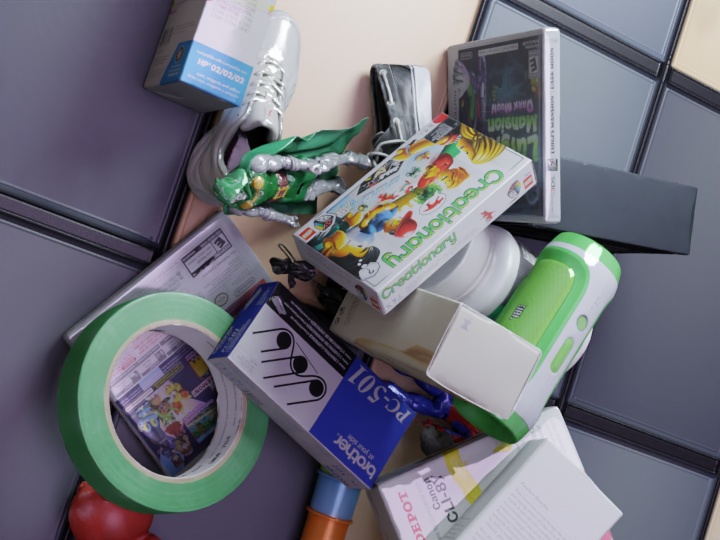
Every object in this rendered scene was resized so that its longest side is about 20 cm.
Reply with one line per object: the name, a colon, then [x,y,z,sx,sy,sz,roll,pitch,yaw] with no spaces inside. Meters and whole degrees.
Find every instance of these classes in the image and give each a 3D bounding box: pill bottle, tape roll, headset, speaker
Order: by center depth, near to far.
tape roll: [-0.179,0.123,1.298,0.199,0.048,0.203,9,75,-36]
speaker: [0.170,0.063,1.347,0.088,0.088,0.201,41,72,-22]
headset: [0.000,0.000,1.405,0.198,0.094,0.125,4,91,-35]
pill bottle: [0.141,0.024,1.444,0.199,0.113,0.114,35,78,-35]

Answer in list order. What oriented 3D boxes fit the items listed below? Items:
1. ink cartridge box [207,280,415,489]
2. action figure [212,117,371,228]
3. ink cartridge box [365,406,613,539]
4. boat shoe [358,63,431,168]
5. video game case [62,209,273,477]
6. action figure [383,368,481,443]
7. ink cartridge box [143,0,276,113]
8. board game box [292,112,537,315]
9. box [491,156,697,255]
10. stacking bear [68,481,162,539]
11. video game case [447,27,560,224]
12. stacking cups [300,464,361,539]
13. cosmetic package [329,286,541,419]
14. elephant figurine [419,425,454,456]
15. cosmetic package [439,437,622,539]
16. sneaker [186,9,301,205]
ink cartridge box: [-0.044,0.111,1.342,0.200,0.044,0.094,45,62,-21]
action figure: [-0.069,-0.083,1.320,0.199,0.055,0.119,-14,137,-52]
ink cartridge box: [0.124,0.239,1.377,0.198,0.083,0.146,-22,86,-10]
boat shoe: [0.036,-0.118,1.408,0.067,0.074,0.202,5,73,-18]
video game case: [-0.160,0.073,1.373,0.200,0.023,0.183,-40,109,-19]
action figure: [0.079,0.137,1.479,0.199,0.052,0.066,32,76,-26]
ink cartridge box: [-0.127,-0.255,1.316,0.067,0.115,0.202,21,85,-25]
board game box: [0.050,-0.057,1.302,0.200,0.126,0.035,-41,137,-19]
box: [0.233,-0.068,1.487,0.198,0.141,0.080,9,90,-26]
stacking bear: [-0.214,0.291,1.318,0.113,0.121,0.202,-19,92,-30]
video game case: [0.140,-0.141,1.404,0.023,0.200,0.184,-3,95,-24]
stacking cups: [-0.022,0.230,1.426,0.060,0.060,0.202,17,86,-25]
cosmetic package: [0.064,0.065,1.292,0.105,0.200,0.072,30,85,-26]
elephant figurine: [0.119,0.280,1.471,0.198,0.142,0.156,20,50,-21]
cosmetic package: [0.134,0.261,1.297,0.101,0.071,0.200,45,79,0]
sneaker: [-0.095,-0.155,1.346,0.077,0.099,0.202,20,84,-25]
